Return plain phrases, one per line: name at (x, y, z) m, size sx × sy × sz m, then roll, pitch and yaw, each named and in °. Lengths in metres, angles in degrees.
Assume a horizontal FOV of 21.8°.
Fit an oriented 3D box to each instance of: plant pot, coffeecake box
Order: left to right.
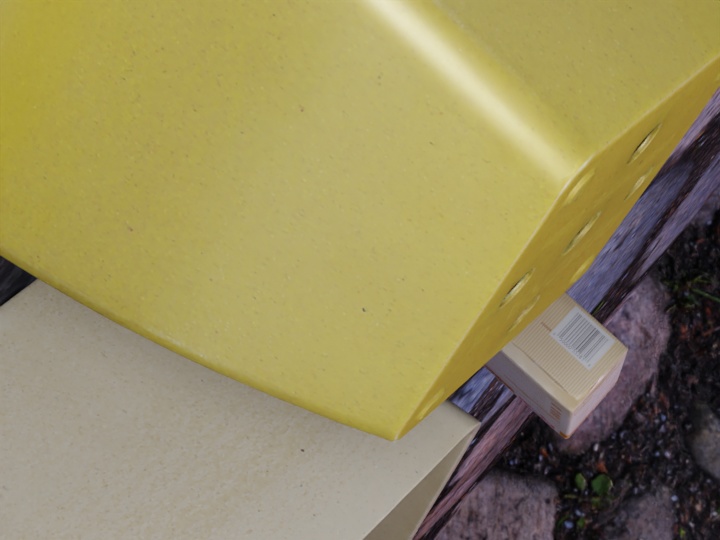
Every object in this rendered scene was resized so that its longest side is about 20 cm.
plant pot at (-0.101, 0.109, 0.777) m, size 0.200 × 0.177 × 0.200 m, roll -41°, pitch 166°, yaw -33°
plant pot at (0.008, -0.069, 0.613) m, size 0.200 × 0.176 × 0.200 m, roll -37°, pitch 163°, yaw -46°
coffeecake box at (0.142, 0.057, 1.577) m, size 0.073 × 0.153 × 0.200 m, roll -47°, pitch 169°, yaw -5°
